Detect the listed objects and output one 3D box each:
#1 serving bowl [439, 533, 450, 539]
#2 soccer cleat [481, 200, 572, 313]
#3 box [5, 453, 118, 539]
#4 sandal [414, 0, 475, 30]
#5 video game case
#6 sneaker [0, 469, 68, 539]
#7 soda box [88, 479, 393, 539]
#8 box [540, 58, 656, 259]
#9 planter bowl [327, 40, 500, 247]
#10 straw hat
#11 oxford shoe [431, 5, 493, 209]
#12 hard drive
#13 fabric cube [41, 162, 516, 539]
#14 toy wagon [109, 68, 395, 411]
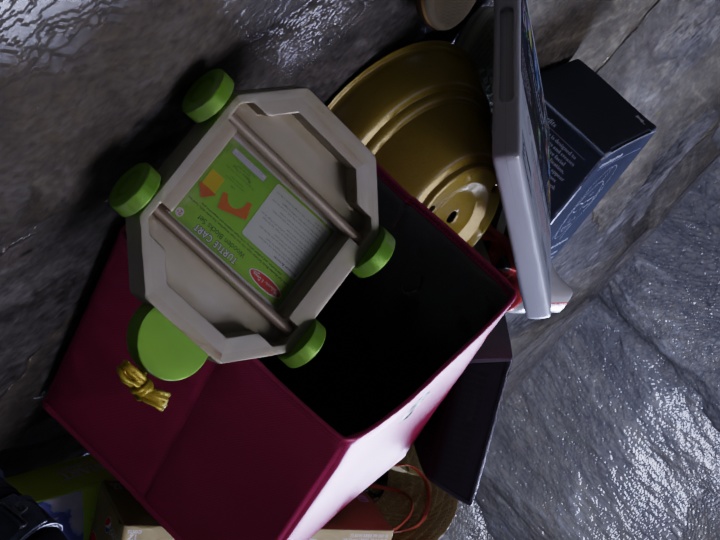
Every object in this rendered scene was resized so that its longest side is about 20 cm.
[{"bbox_3d":[-0.028,0.245,1.598,0.200,0.066,0.200,-34,-173,5],"label":"serving bowl"},{"bbox_3d":[0.105,-0.043,1.621,0.085,0.200,0.069,13,129,-37],"label":"soccer cleat"},{"bbox_3d":[-0.181,0.190,1.437,0.199,0.048,0.122,-14,118,-35],"label":"box"},{"bbox_3d":[0.090,-0.219,1.310,0.080,0.054,0.200,-38,165,-39],"label":"sandal"},{"bbox_3d":[0.118,-0.094,1.487,0.200,0.023,0.182,72,18,-53],"label":"video game case"},{"bbox_3d":[-0.252,0.170,1.148,0.202,0.146,0.077,-30,162,-51],"label":"sneaker"},{"bbox_3d":[-0.084,0.191,1.404,0.199,0.064,0.068,4,112,-24],"label":"soda box"},{"bbox_3d":[0.157,-0.081,1.886,0.200,0.107,0.148,-52,167,26],"label":"box"},{"bbox_3d":[0.041,-0.057,1.454,0.200,0.083,0.201,-33,144,-27],"label":"planter bowl"},{"bbox_3d":[-0.028,0.149,1.561,0.201,0.201,0.085,-37,173,-42],"label":"straw hat"},{"bbox_3d":[0.057,-0.114,1.558,0.075,0.058,0.201,-6,125,-47],"label":"oxford shoe"},{"bbox_3d":[0.068,0.066,1.483,0.200,0.042,0.135,-98,-160,-64],"label":"hard drive"},{"bbox_3d":[-0.055,0.054,1.333,0.196,0.200,0.200,-38,165,-43],"label":"fabric cube"},{"bbox_3d":[-0.075,-0.011,1.166,0.200,0.155,0.040,-53,-152,-12],"label":"toy wagon"}]
